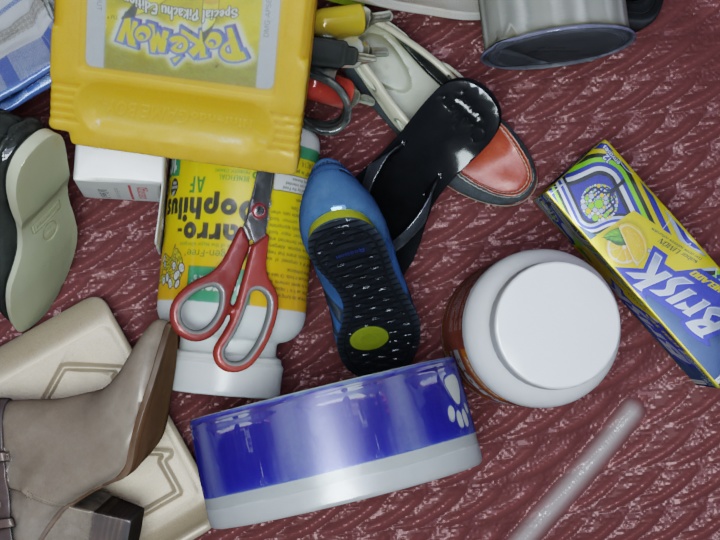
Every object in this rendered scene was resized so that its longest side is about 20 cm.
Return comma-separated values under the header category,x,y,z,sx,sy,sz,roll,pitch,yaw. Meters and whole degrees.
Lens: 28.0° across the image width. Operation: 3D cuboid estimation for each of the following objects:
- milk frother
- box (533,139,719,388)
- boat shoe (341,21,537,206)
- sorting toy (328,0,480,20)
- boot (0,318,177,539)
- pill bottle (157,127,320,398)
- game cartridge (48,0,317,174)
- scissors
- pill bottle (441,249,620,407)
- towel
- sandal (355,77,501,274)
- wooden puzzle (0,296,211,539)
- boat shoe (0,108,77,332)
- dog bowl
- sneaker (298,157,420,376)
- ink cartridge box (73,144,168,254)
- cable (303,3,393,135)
category,x,y,z,sx,sy,sz,roll,pitch,yaw
milk frother,0.179,-0.264,1.057,0.180,0.200,0.189,-5,84,-21
box,0.226,-0.003,1.117,0.064,0.070,0.200,-42,89,-3
boat shoe,0.060,-0.125,1.119,0.200,0.063,0.071,43,83,-1
sorting toy,0.024,-0.271,1.114,0.179,0.107,0.201,15,71,-18
boot,-0.217,0.117,1.028,0.146,0.070,0.201,14,93,11
pill bottle,-0.093,-0.008,1.077,0.112,0.113,0.201,6,86,-3
game cartridge,-0.117,-0.171,0.963,0.176,0.032,0.201,8,112,1
scissors,-0.069,-0.028,1.021,0.073,0.014,0.201,27,79,-13
pill bottle,0.123,0.043,1.042,0.112,0.200,0.113,0,86,-3
towel,-0.296,-0.177,1.066,0.147,0.024,0.200,-31,51,-3
sandal,0.029,-0.060,1.091,0.076,0.043,0.200,33,110,1
wooden puzzle,-0.230,0.148,1.095,0.185,0.046,0.200,-29,84,-5
boat shoe,-0.251,-0.036,1.047,0.063,0.202,0.074,28,51,15
dog bowl,-0.018,0.122,1.029,0.199,0.200,0.079,-13,84,-4
sneaker,0.000,0.000,1.069,0.066,0.200,0.079,-14,47,3
ink cartridge box,-0.175,-0.116,1.076,0.067,0.117,0.201,3,86,-7
cable,-0.074,-0.156,1.046,0.199,0.050,0.097,8,102,-14
